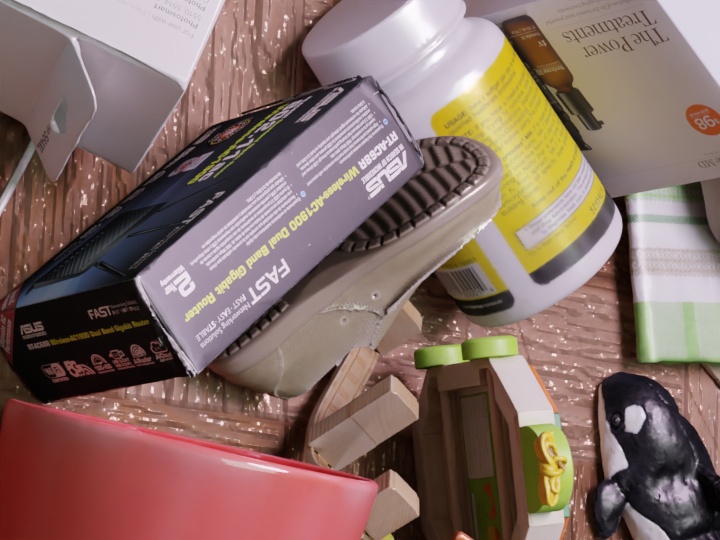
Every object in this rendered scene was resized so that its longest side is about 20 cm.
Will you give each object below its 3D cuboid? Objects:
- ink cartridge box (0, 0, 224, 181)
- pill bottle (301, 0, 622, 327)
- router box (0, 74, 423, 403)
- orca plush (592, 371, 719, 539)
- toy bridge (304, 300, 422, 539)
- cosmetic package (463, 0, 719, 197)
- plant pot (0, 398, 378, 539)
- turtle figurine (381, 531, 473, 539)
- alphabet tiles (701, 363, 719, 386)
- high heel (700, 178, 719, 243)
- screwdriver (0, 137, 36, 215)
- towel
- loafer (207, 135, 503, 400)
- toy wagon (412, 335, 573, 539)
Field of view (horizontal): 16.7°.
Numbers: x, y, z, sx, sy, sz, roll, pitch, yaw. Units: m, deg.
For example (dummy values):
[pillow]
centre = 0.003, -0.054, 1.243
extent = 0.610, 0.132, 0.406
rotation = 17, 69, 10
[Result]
[ink cartridge box]
centre = -0.132, -0.158, 1.270
extent = 0.125, 0.129, 0.201
rotation = 26, 65, -8
[pill bottle]
centre = 0.058, -0.076, 1.446
extent = 0.114, 0.114, 0.200
rotation = -49, 114, -33
[router box]
centre = -0.082, -0.016, 1.297
extent = 0.200, 0.150, 0.062
rotation = -44, 110, -35
[orca plush]
centre = 0.207, 0.161, 1.559
extent = 0.105, 0.071, 0.201
rotation = -1, 84, -39
[toy bridge]
centre = 0.000, 0.088, 1.370
extent = 0.027, 0.067, 0.200
rotation = 47, 23, -23
[cosmetic package]
centre = 0.147, -0.117, 1.469
extent = 0.151, 0.200, 0.052
rotation = 48, 58, -23
[plant pot]
centre = -0.104, 0.171, 1.235
extent = 0.200, 0.200, 0.178
rotation = 17, 85, -37
[turtle figurine]
centre = -0.011, 0.206, 1.354
extent = 0.064, 0.199, 0.162
rotation = -20, 121, -80
[alphabet tiles]
centre = 0.279, 0.014, 1.683
extent = 0.200, 0.008, 0.167
rotation = 49, 56, -23
[high heel]
centre = 0.254, -0.077, 1.593
extent = 0.096, 0.067, 0.200
rotation = -46, 105, -19
[screwdriver]
centre = -0.161, -0.093, 1.319
extent = 0.028, 0.029, 0.201
rotation = 39, 55, -28
[towel]
centre = 0.230, -0.036, 1.632
extent = 0.149, 0.031, 0.201
rotation = 3, 81, -33
[loafer]
centre = 0.000, 0.000, 1.379
extent = 0.200, 0.076, 0.068
rotation = -35, 133, 4
[toy wagon]
centre = 0.078, 0.115, 1.379
extent = 0.039, 0.200, 0.156
rotation = -4, 85, -22
